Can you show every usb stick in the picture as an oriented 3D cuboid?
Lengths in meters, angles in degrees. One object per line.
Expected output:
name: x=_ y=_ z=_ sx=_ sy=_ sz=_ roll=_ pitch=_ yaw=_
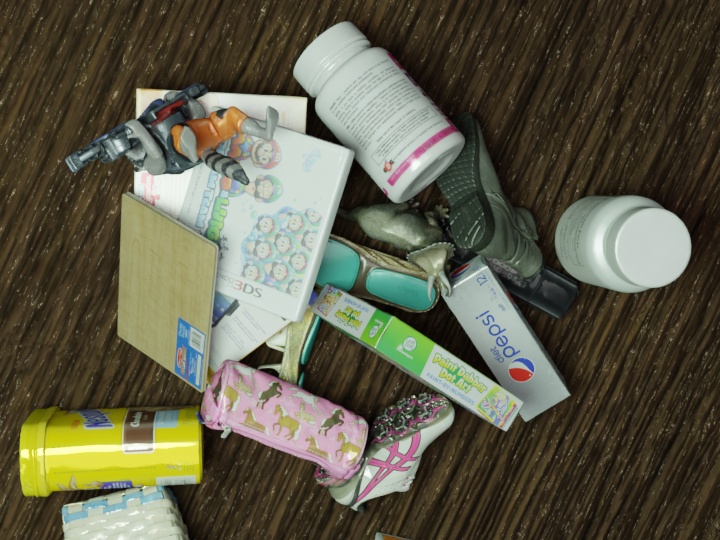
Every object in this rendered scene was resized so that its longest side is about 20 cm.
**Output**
usb stick: x=0.182 y=-0.004 z=1.393 sx=0.199 sy=0.033 sz=0.056 roll=28 pitch=100 yaw=-7

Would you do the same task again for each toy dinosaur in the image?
toy dinosaur: x=0.047 y=-0.054 z=1.327 sx=0.200 sy=0.102 sz=0.077 roll=35 pitch=109 yaw=9

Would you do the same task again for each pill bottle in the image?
pill bottle: x=0.019 y=-0.188 z=1.307 sx=0.113 sy=0.113 sz=0.200 roll=-40 pitch=82 yaw=-2
pill bottle: x=0.311 y=-0.033 z=1.318 sx=0.114 sy=0.200 sz=0.115 roll=0 pitch=94 yaw=-6

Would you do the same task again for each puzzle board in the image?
puzzle board: x=-0.223 y=0.025 z=1.281 sx=0.150 sy=0.017 sz=0.201 roll=29 pitch=127 yaw=28

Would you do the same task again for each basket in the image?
basket: x=-0.265 y=0.361 z=1.312 sx=0.176 sy=0.139 sz=0.201 roll=-11 pitch=70 yaw=-4

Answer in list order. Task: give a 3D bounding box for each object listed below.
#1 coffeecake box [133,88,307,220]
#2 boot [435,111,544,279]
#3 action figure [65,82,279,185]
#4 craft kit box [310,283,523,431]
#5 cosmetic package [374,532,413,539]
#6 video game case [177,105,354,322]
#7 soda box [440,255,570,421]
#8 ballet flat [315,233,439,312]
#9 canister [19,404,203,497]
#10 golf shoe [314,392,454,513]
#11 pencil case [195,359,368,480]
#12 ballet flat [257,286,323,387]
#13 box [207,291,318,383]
coffeecake box: x=-0.167 y=-0.134 z=1.328 sx=0.199 sy=0.073 sz=0.154 roll=2 pitch=96 yaw=-6
boot: x=0.160 y=-0.088 z=1.364 sx=0.130 sy=0.068 sz=0.201 roll=23 pitch=50 yaw=-41
action figure: x=-0.206 y=-0.127 z=1.199 sx=0.200 sy=0.193 sz=0.105 roll=-36 pitch=113 yaw=-32
craft kit box: x=0.061 y=0.097 z=1.279 sx=0.200 sy=0.197 sz=0.049 roll=34 pitch=83 yaw=-24
cosmetic package: x=0.069 y=0.383 z=1.324 sx=0.101 sy=0.200 sz=0.072 roll=13 pitch=93 yaw=-7
video game case: x=-0.117 y=-0.065 z=1.251 sx=0.181 sy=0.024 sz=0.201 roll=20 pitch=96 yaw=21
soda box: x=0.176 y=0.082 z=1.368 sx=0.068 sy=0.063 sz=0.200 roll=-33 pitch=103 yaw=10
ballet flat: x=0.000 y=0.000 z=1.359 sx=0.199 sy=0.065 sz=0.071 roll=23 pitch=103 yaw=-6
canister: x=-0.285 y=0.207 z=1.306 sx=0.199 sy=0.149 sz=0.087 roll=-2 pitch=94 yaw=-8
golf shoe: x=0.043 y=0.223 z=1.363 sx=0.200 sy=0.073 sz=0.092 roll=-36 pitch=111 yaw=22
pencil case: x=-0.086 y=0.175 z=1.290 sx=0.199 sy=0.083 sz=0.087 roll=24 pitch=81 yaw=-21
ballet flat: x=-0.091 y=0.111 z=1.359 sx=0.070 sy=0.071 sz=0.201 roll=13 pitch=94 yaw=-6
box: x=-0.145 y=0.033 z=1.322 sx=0.200 sy=0.041 sz=0.119 roll=-37 pitch=97 yaw=21
